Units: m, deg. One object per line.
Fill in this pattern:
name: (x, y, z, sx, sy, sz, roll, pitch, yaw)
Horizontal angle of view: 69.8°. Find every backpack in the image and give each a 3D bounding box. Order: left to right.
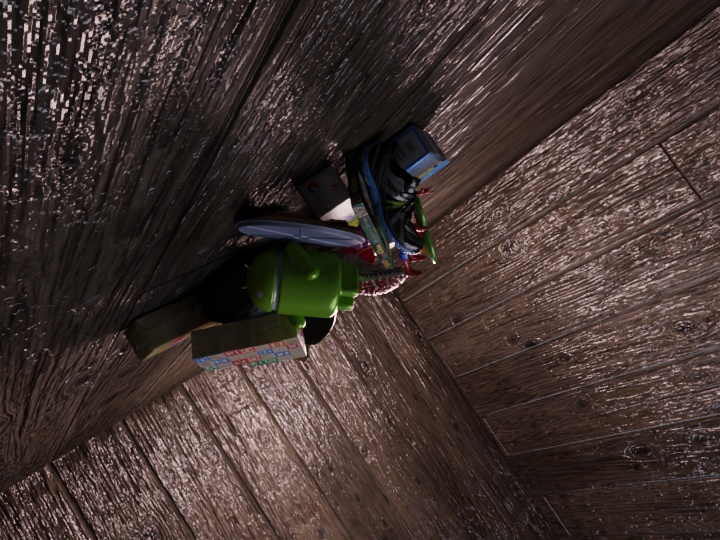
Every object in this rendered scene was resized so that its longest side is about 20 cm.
backpack: (-0.196, 0.052, 1.054, 0.163, 0.154, 0.200, -32, 177, 21)

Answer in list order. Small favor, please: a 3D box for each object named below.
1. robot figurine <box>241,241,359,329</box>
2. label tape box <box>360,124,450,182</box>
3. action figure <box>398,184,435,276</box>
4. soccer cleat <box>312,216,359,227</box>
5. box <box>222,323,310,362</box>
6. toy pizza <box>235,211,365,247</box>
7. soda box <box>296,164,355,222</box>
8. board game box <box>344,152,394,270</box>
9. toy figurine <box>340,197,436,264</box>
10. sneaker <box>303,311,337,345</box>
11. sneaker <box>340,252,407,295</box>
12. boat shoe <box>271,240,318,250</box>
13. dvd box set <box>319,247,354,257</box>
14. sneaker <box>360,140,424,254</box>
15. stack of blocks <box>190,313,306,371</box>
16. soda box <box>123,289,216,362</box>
robot figurine: (-0.105, 0.021, 0.903, 0.200, 0.116, 0.176, 6, 143, -12)
label tape box: (0.080, -0.197, 0.981, 0.144, 0.063, 0.200, -33, 176, 20)
action figure: (0.100, -0.078, 0.941, 0.099, 0.200, 0.065, -7, -135, 25)
soccer cleat: (-0.050, -0.102, 1.096, 0.200, 0.065, 0.084, -31, 173, -35)
box: (-0.200, 0.115, 1.182, 0.021, 0.200, 0.164, -57, -168, 28)
toy pizza: (-0.090, -0.066, 0.799, 0.200, 0.032, 0.200, 6, 176, 0)
soda box: (-0.053, -0.116, 0.900, 0.068, 0.064, 0.200, -34, 177, 0)
board game box: (0.017, -0.092, 0.864, 0.023, 0.105, 0.200, -17, 147, 9)
toy figurine: (0.044, -0.070, 1.066, 0.184, 0.150, 0.200, -18, 149, 4)
sneaker: (-0.073, 0.062, 1.151, 0.200, 0.084, 0.121, -63, 176, 25)
sneaker: (0.000, 0.000, 1.022, 0.200, 0.082, 0.078, 1, 155, -13)
boat shoe: (-0.127, -0.037, 1.001, 0.200, 0.065, 0.072, 75, 27, -67)
dvd box set: (-0.042, -0.065, 1.231, 0.146, 0.029, 0.200, -23, -166, -9)
sneaker: (0.065, -0.117, 0.846, 0.083, 0.200, 0.071, -17, -163, 15)
stack of blocks: (-0.215, 0.144, 1.014, 0.200, 0.059, 0.115, -11, 153, -3)
soda box: (-0.351, 0.099, 1.014, 0.064, 0.068, 0.200, -36, 176, 37)
